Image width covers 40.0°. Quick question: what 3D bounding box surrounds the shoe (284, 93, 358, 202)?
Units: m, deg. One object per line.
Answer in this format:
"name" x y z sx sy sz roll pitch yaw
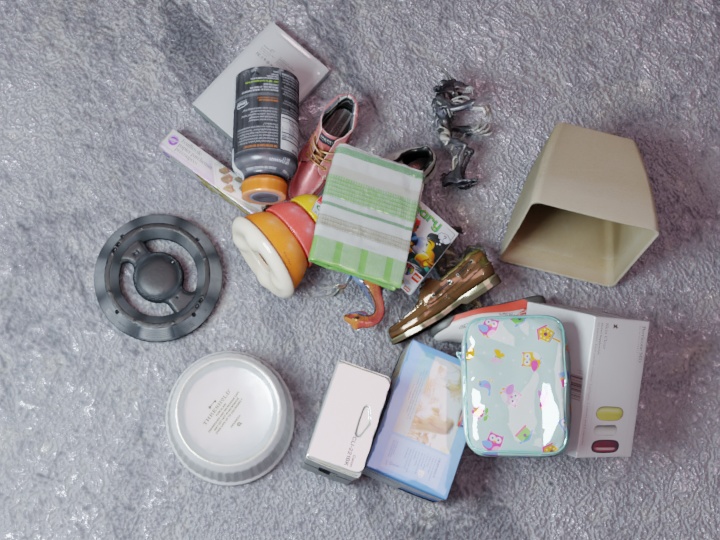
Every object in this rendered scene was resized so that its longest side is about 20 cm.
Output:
"shoe" -0.065 -0.191 1.589 0.071 0.091 0.202 30 75 2

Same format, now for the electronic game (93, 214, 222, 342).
"electronic game" -0.314 0.011 1.538 0.197 0.042 0.203 2 77 -7

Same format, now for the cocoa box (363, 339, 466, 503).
"cocoa box" 0.093 0.228 1.478 0.132 0.131 0.202 22 75 0

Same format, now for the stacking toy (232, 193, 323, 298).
"stacking toy" -0.087 -0.066 1.534 0.199 0.146 0.147 -36 82 -18

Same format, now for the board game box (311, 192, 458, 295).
"board game box" 0.039 -0.073 1.507 0.199 0.035 0.127 40 59 1

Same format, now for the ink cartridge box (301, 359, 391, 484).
"ink cartridge box" -0.024 0.224 1.431 0.083 0.200 0.146 19 74 -1

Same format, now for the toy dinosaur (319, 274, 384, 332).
"toy dinosaur" 0.000 0.000 1.512 0.104 0.182 0.202 3 119 -24

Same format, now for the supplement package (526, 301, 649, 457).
"supplement package" 0.323 0.159 1.466 0.109 0.155 0.203 5 94 -30

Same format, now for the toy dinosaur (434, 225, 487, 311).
"toy dinosaur" 0.146 -0.025 1.595 0.088 0.048 0.201 -39 79 -7

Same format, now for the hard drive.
"hard drive" -0.164 -0.301 1.641 0.131 0.026 0.200 40 76 5

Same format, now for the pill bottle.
"pill bottle" -0.149 -0.208 1.549 0.104 0.106 0.203 2 74 -5

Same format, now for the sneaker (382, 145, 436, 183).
"sneaker" 0.034 -0.156 1.598 0.198 0.080 0.075 -23 81 -9

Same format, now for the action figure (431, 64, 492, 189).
"action figure" 0.168 -0.238 1.617 0.100 0.119 0.203 -5 85 12

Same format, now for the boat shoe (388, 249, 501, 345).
"boat shoe" 0.121 0.042 1.547 0.198 0.072 0.069 -32 84 3

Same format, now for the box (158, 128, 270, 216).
"box" -0.233 -0.151 1.589 0.199 0.041 0.039 36 74 3

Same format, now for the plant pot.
"plant pot" 0.349 -0.114 1.569 0.197 0.200 0.179 14 64 -2

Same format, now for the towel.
"towel" 0.010 -0.080 1.467 0.147 0.031 0.203 18 65 -8

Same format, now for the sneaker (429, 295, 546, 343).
"sneaker" 0.214 0.113 1.550 0.198 0.067 0.109 -12 76 -15

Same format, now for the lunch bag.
"lunch bag" 0.215 0.160 1.388 0.158 0.077 0.203 -3 75 15

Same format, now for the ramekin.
"ramekin" -0.195 0.215 1.471 0.199 0.094 0.206 1 76 -6
